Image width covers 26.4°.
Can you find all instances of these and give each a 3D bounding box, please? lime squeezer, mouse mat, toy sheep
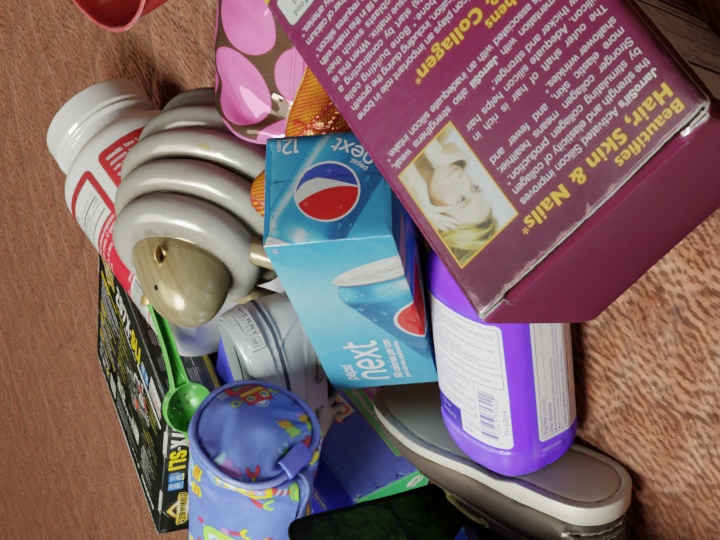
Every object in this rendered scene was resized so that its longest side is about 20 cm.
[{"bbox_3d":[-0.101,0.110,1.058,0.071,0.038,0.200,-36,79,50],"label":"lime squeezer"},{"bbox_3d":[0.060,0.194,0.904,0.161,0.200,0.008,51,121,23],"label":"mouse mat"},{"bbox_3d":[-0.088,-0.049,0.979,0.138,0.200,0.138,10,143,8],"label":"toy sheep"}]

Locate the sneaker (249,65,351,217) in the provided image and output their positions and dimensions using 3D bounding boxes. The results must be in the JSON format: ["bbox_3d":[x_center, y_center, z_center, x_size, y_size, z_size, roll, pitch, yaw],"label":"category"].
[{"bbox_3d":[-0.003,-0.093,0.839,0.200,0.073,0.077,-40,79,43],"label":"sneaker"}]

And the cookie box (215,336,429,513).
[{"bbox_3d":[-0.038,0.146,1.140,0.171,0.075,0.200,50,149,27],"label":"cookie box"}]

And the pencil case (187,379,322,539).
[{"bbox_3d":[-0.064,0.159,0.935,0.087,0.078,0.200,26,137,21],"label":"pencil case"}]

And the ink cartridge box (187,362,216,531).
[{"bbox_3d":[-0.129,0.178,1.367,0.200,0.043,0.198,51,149,23],"label":"ink cartridge box"}]

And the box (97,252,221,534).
[{"bbox_3d":[-0.162,0.082,1.213,0.160,0.049,0.200,103,150,-44],"label":"box"}]

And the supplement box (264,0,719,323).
[{"bbox_3d":[0.067,-0.094,0.662,0.131,0.103,0.200,-44,65,26],"label":"supplement box"}]

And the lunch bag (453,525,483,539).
[{"bbox_3d":[0.108,0.205,0.850,0.200,0.150,0.094,44,117,45],"label":"lunch bag"}]

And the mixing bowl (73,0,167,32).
[{"bbox_3d":[-0.128,-0.253,0.920,0.200,0.108,0.200,43,145,41],"label":"mixing bowl"}]

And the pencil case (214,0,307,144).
[{"bbox_3d":[-0.040,-0.165,0.872,0.094,0.091,0.200,-103,11,-46],"label":"pencil case"}]

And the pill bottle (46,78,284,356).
[{"bbox_3d":[-0.146,-0.044,1.131,0.200,0.112,0.112,52,150,23],"label":"pill bottle"}]

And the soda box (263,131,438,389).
[{"bbox_3d":[0.000,0.000,0.847,0.200,0.068,0.064,68,-161,-64],"label":"soda box"}]

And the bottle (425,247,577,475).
[{"bbox_3d":[0.075,0.014,0.843,0.084,0.065,0.200,33,140,50],"label":"bottle"}]

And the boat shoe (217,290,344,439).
[{"bbox_3d":[-0.040,0.087,0.979,0.074,0.067,0.200,56,162,32],"label":"boat shoe"}]

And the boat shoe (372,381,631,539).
[{"bbox_3d":[0.080,0.122,0.923,0.200,0.072,0.060,23,129,45],"label":"boat shoe"}]
